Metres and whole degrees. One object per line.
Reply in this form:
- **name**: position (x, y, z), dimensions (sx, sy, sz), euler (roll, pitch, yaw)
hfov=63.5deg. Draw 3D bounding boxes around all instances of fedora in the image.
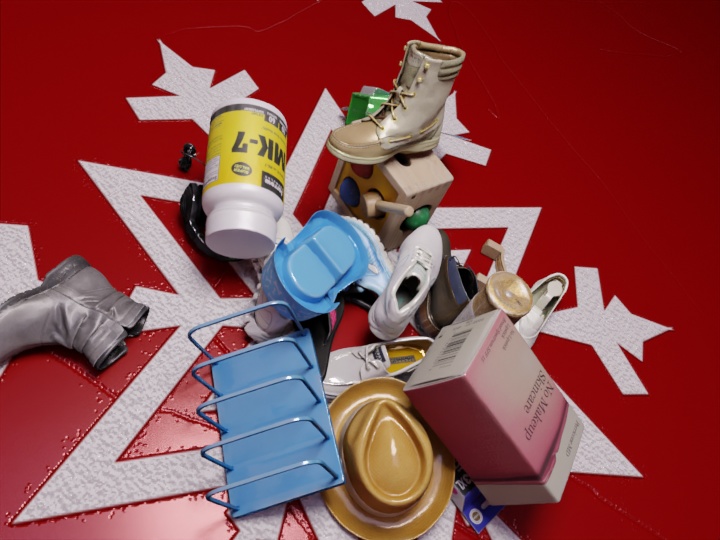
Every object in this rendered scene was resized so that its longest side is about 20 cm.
- **fedora**: position (0.035, 0.226, 0.717), dimensions (0.197, 0.082, 0.203), euler (3, 66, -6)

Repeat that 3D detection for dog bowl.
- **dog bowl**: position (-0.062, -0.005, 0.794), dimensions (0.112, 0.049, 0.200), euler (50, 35, -6)

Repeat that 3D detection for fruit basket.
- **fruit basket**: position (0.080, -0.278, 1.069), dimensions (0.197, 0.095, 0.185), euler (2, 18, -20)

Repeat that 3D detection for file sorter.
- **file sorter**: position (-0.116, 0.159, 0.678), dimensions (0.137, 0.123, 0.202), euler (-18, 61, 1)

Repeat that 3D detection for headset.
- **headset**: position (-0.226, -0.103, 0.897), dimensions (0.123, 0.094, 0.202), euler (-24, 82, -36)

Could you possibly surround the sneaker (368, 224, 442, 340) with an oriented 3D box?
- **sneaker**: position (0.080, 0.006, 0.833), dimensions (0.070, 0.080, 0.202), euler (30, 57, -4)

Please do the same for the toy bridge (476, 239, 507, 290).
- **toy bridge**: position (0.219, 0.031, 0.979), dimensions (0.067, 0.027, 0.201), euler (29, 52, -3)

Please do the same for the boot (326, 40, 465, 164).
- **boot**: position (0.049, -0.233, 0.806), dimensions (0.198, 0.156, 0.072), euler (-18, 54, -30)

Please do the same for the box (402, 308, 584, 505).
- **box**: position (0.169, 0.172, 0.726), dimensions (0.201, 0.108, 0.128), euler (52, 48, -11)

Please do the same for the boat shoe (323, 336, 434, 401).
- **boat shoe**: position (0.017, 0.128, 0.808), dimensions (0.197, 0.070, 0.072), euler (-5, 57, -21)

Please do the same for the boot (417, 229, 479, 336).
- **boot**: position (0.146, 0.001, 0.919), dimensions (0.074, 0.097, 0.202), euler (27, 50, -28)

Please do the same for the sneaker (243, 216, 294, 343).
- **sneaker**: position (-0.115, 0.001, 0.831), dimensions (0.074, 0.081, 0.203), euler (15, 56, -27)

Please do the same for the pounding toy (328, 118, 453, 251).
- **pounding toy**: position (0.043, -0.126, 0.924), dimensions (0.141, 0.185, 0.201), euler (-22, 66, -31)

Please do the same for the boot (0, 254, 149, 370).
- **boot**: position (-0.364, 0.080, 0.708), dimensions (0.131, 0.070, 0.201), euler (38, 56, 1)

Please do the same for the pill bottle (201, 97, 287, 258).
- **pill bottle**: position (-0.162, -0.127, 0.817), dimensions (0.113, 0.114, 0.203), euler (6, 66, -16)

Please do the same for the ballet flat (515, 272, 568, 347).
- **ballet flat**: position (0.285, 0.065, 0.956), dimensions (0.069, 0.070, 0.200), euler (41, 53, 11)

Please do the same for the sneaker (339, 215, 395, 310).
- **sneaker**: position (0.000, 0.000, 0.890), dimensions (0.089, 0.079, 0.201), euler (-30, 70, -30)

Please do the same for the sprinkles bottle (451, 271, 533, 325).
- **sprinkles bottle**: position (0.163, 0.083, 0.812), dimensions (0.067, 0.201, 0.069), euler (9, 54, -13)

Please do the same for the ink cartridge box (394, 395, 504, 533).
- **ink cartridge box**: position (0.130, 0.241, 0.798), dimensions (0.094, 0.037, 0.201), euler (-27, 71, -33)

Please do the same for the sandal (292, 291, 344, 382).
- **sandal**: position (-0.064, 0.071, 0.812), dimensions (0.074, 0.045, 0.202), euler (-2, 43, 6)
